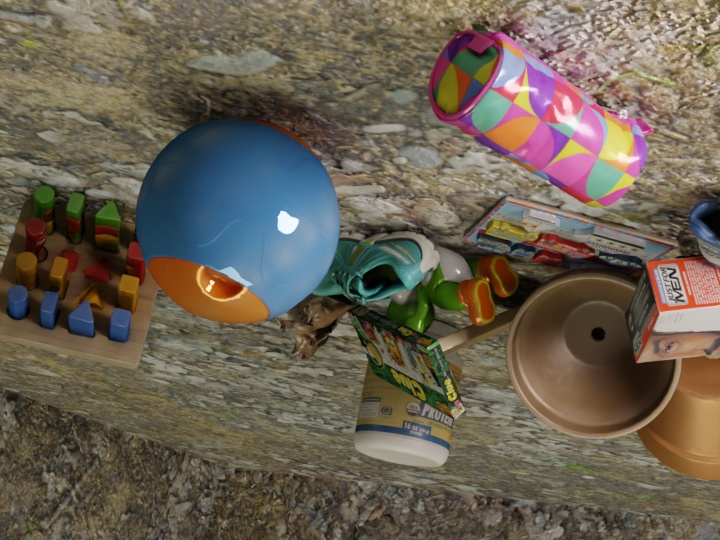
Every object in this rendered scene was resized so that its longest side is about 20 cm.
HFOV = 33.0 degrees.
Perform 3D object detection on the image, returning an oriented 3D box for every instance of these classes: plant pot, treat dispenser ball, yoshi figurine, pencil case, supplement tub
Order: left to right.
[{"bbox_3d":[-0.119,-0.048,1.189,0.199,0.203,0.201,10,164,3],"label":"treat dispenser ball"},{"bbox_3d":[0.075,0.181,1.820,0.143,0.202,0.145,10,164,3],"label":"supplement tub"},{"bbox_3d":[0.098,0.038,1.504,0.199,0.113,0.112,-2,166,45],"label":"yoshi figurine"},{"bbox_3d":[0.147,-0.123,0.985,0.199,0.089,0.088,22,161,-37],"label":"pencil case"},{"bbox_3d":[0.274,0.087,1.425,0.199,0.203,0.093,7,-162,13],"label":"plant pot"},{"bbox_3d":[0.426,0.133,1.474,0.198,0.201,0.140,6,147,19],"label":"plant pot"}]

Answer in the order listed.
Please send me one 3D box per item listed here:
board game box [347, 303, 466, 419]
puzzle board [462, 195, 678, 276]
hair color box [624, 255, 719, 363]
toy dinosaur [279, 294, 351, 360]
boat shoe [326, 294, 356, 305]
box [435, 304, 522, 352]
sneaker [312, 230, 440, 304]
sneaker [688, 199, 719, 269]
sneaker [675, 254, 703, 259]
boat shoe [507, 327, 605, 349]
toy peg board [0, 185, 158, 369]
[{"bbox_3d":[0.054,0.110,1.507,0.200,0.023,0.105,22,141,60],"label":"board game box"},{"bbox_3d":[0.227,-0.030,1.347,0.198,0.018,0.151,14,163,-9],"label":"puzzle board"},{"bbox_3d":[0.380,0.034,1.236,0.198,0.064,0.111,-5,149,-3],"label":"hair color box"},{"bbox_3d":[-0.049,0.050,1.696,0.135,0.087,0.199,13,150,-44],"label":"toy dinosaur"},{"bbox_3d":[-0.086,-0.003,1.566,0.198,0.063,0.075,16,165,-11],"label":"boat shoe"},{"bbox_3d":[0.148,0.081,1.564,0.199,0.021,0.163,-20,173,-18],"label":"box"},{"bbox_3d":[0.000,0.000,1.457,0.199,0.080,0.078,-11,121,41],"label":"sneaker"},{"bbox_3d":[0.391,-0.038,1.112,0.199,0.078,0.085,-5,153,42],"label":"sneaker"},{"bbox_3d":[0.396,0.036,1.342,0.073,0.080,0.200,3,160,32],"label":"sneaker"},{"bbox_3d":[0.284,0.081,1.514,0.198,0.057,0.069,-11,163,5],"label":"boat shoe"},{"bbox_3d":[-0.354,-0.004,1.539,0.198,0.201,0.098,13,148,-6],"label":"toy peg board"}]
